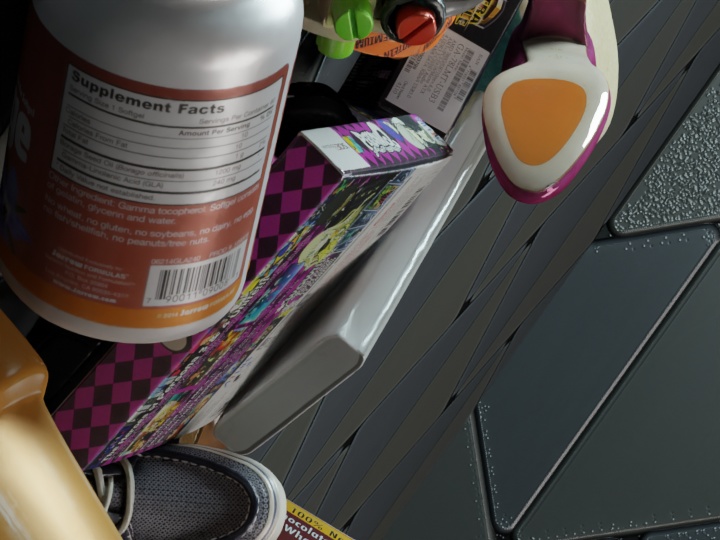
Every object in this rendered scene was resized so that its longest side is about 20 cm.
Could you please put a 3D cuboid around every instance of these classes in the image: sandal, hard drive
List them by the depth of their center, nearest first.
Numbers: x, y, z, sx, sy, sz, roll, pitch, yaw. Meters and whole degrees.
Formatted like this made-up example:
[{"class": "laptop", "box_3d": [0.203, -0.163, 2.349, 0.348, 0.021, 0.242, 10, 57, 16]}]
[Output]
[{"class": "hard drive", "box_3d": [0.000, 0.000, 1.541, 0.132, 0.026, 0.200, -40, -165, 48]}, {"class": "sandal", "box_3d": [-0.036, -0.073, 1.635, 0.201, 0.075, 0.048, 94, 0, -75]}]

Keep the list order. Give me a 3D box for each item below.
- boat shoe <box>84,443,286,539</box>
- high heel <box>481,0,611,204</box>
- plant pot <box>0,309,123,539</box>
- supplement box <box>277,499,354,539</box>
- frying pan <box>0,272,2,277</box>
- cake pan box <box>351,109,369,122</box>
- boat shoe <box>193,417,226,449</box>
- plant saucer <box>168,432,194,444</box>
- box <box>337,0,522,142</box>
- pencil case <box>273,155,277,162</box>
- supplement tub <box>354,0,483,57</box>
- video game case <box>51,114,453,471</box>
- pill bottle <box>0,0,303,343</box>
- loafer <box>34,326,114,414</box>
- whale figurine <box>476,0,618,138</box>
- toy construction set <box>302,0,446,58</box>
[{"class": "boat shoe", "box_3d": [-0.142, 0.118, 1.432, 0.093, 0.198, 0.075, 51, 38, -74]}, {"class": "high heel", "box_3d": [0.095, -0.077, 1.514, 0.201, 0.067, 0.096, -87, -179, -50]}, {"class": "plant pot", "box_3d": [-0.177, 0.136, 1.194, 0.200, 0.183, 0.200, -43, 175, -5]}, {"class": "supplement box", "box_3d": [-0.105, 0.217, 1.755, 0.133, 0.197, 0.200, -57, -173, 17]}, {"class": "frying pan", "box_3d": [-0.179, -0.017, 1.211, 0.115, 0.031, 0.190, -58, 173, 32]}, {"class": "cake pan box", "box_3d": [-0.001, -0.058, 1.872, 0.201, 0.052, 0.184, -56, 172, 3]}, {"class": "boat shoe", "box_3d": [-0.079, 0.065, 1.662, 0.072, 0.067, 0.201, 79, 26, -75]}, {"class": "plant saucer", "box_3d": [-0.148, 0.144, 1.573, 0.200, 0.035, 0.201, -40, -147, 33]}, {"class": "box", "box_3d": [0.062, -0.169, 1.585, 0.199, 0.050, 0.200, -59, -172, 0]}, {"class": "pencil case", "box_3d": [-0.079, -0.025, 1.504, 0.200, 0.090, 0.094, 25, 66, -78]}, {"class": "supplement tub", "box_3d": [0.035, -0.204, 1.316, 0.123, 0.122, 0.201, -42, 165, -50]}, {"class": "video game case", "box_3d": [-0.052, 0.008, 1.411, 0.200, 0.036, 0.181, -48, 171, 17]}, {"class": "pill bottle", "box_3d": [-0.085, -0.079, 1.169, 0.112, 0.112, 0.201, -42, 154, -49]}, {"class": "loafer", "box_3d": [-0.163, 0.080, 1.549, 0.200, 0.073, 0.072, -50, -173, 15]}, {"class": "whale figurine", "box_3d": [0.097, -0.168, 1.761, 0.159, 0.103, 0.202, -22, 104, -74]}, {"class": "toy construction set", "box_3d": [-0.021, -0.159, 1.226, 0.200, 0.130, 0.093, 113, -22, -56]}]
